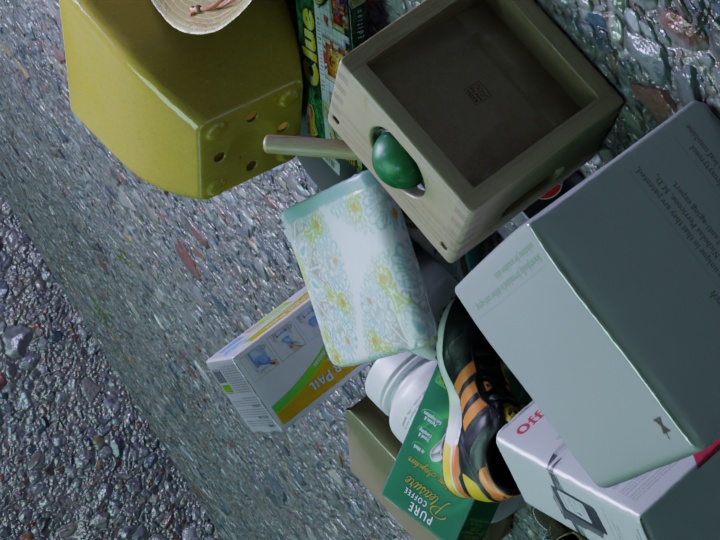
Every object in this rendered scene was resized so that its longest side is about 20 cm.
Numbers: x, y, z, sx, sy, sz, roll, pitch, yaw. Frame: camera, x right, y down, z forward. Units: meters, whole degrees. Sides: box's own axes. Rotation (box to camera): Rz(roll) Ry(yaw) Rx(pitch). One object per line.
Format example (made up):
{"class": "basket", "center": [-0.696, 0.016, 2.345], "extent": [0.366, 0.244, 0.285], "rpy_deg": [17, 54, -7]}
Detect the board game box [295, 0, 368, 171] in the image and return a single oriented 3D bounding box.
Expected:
{"class": "board game box", "center": [-0.024, -0.200, 1.612], "extent": [0.105, 0.023, 0.201], "rpy_deg": [41, 143, 51]}

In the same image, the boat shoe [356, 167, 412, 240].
{"class": "boat shoe", "center": [0.035, -0.094, 1.669], "extent": [0.201, 0.061, 0.075], "rpy_deg": [95, 152, -42]}

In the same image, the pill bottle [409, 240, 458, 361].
{"class": "pill bottle", "center": [0.042, 0.020, 1.782], "extent": [0.200, 0.111, 0.111], "rpy_deg": [18, 140, 59]}

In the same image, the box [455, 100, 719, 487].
{"class": "box", "center": [0.210, 0.024, 1.287], "extent": [0.200, 0.171, 0.199], "rpy_deg": [53, 161, 4]}

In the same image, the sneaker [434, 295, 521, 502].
{"class": "sneaker", "center": [0.125, 0.120, 1.667], "extent": [0.090, 0.070, 0.202], "rpy_deg": [2, 94, 52]}

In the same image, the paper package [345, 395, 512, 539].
{"class": "paper package", "center": [0.083, 0.239, 2.077], "extent": [0.200, 0.103, 0.191], "rpy_deg": [45, 159, 24]}

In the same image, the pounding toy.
{"class": "pounding toy", "center": [0.058, -0.114, 1.371], "extent": [0.184, 0.200, 0.142], "rpy_deg": [50, 161, 13]}

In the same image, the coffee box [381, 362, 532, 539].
{"class": "coffee box", "center": [0.107, 0.167, 1.771], "extent": [0.044, 0.201, 0.123], "rpy_deg": [16, -171, -45]}

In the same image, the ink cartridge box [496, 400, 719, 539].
{"class": "ink cartridge box", "center": [0.234, 0.159, 1.504], "extent": [0.200, 0.145, 0.084], "rpy_deg": [25, 149, 55]}

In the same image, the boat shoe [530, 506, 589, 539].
{"class": "boat shoe", "center": [0.228, 0.278, 1.838], "extent": [0.073, 0.072, 0.200], "rpy_deg": [61, 160, -18]}

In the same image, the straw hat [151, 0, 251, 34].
{"class": "straw hat", "center": [-0.111, -0.303, 1.620], "extent": [0.085, 0.202, 0.201], "rpy_deg": [11, -161, -46]}

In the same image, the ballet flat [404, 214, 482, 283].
{"class": "ballet flat", "center": [0.071, -0.062, 1.621], "extent": [0.071, 0.069, 0.201], "rpy_deg": [0, 139, 10]}

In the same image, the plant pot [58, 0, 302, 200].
{"class": "plant pot", "center": [-0.157, -0.188, 1.706], "extent": [0.200, 0.195, 0.195], "rpy_deg": [52, 156, 28]}

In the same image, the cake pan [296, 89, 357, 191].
{"class": "cake pan", "center": [-0.019, -0.126, 1.793], "extent": [0.200, 0.037, 0.201], "rpy_deg": [46, 160, 22]}

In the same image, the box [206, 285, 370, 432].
{"class": "box", "center": [-0.057, 0.084, 1.995], "extent": [0.102, 0.200, 0.112], "rpy_deg": [56, 159, -8]}

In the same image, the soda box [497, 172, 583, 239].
{"class": "soda box", "center": [0.124, -0.084, 1.481], "extent": [0.200, 0.063, 0.071], "rpy_deg": [49, 161, 17]}

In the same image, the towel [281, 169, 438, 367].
{"class": "towel", "center": [0.000, 0.000, 1.677], "extent": [0.200, 0.048, 0.172], "rpy_deg": [-20, 90, 64]}

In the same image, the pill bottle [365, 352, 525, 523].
{"class": "pill bottle", "center": [0.103, 0.163, 1.879], "extent": [0.200, 0.113, 0.114], "rpy_deg": [43, 159, 28]}

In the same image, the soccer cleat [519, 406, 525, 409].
{"class": "soccer cleat", "center": [0.220, 0.177, 1.648], "extent": [0.200, 0.065, 0.084], "rpy_deg": [16, 155, 46]}
